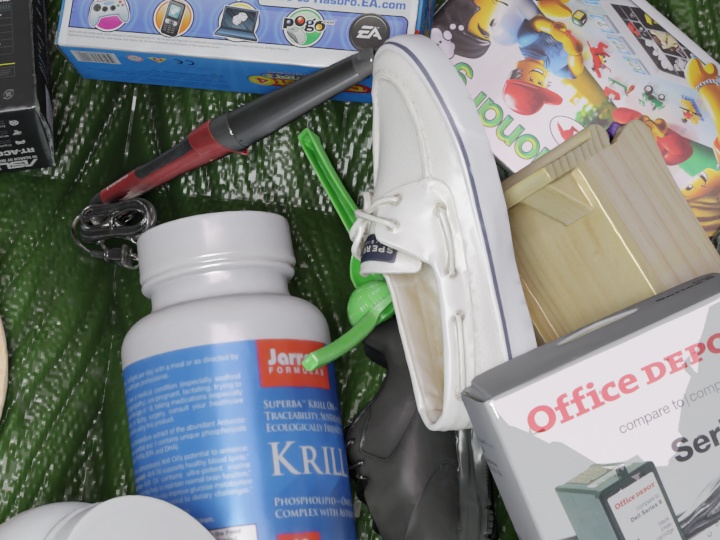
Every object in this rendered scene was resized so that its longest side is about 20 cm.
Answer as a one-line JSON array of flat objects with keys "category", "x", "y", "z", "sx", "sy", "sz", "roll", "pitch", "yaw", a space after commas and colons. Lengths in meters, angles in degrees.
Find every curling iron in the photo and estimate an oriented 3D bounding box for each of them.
[{"category": "curling iron", "x": -0.070, "y": -0.061, "z": 1.139, "sx": 0.199, "sy": 0.026, "sz": 0.050, "roll": -32, "pitch": 69, "yaw": 17}]

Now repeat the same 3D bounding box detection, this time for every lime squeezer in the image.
[{"category": "lime squeezer", "x": 0.000, "y": 0.000, "z": 1.123, "sx": 0.038, "sy": 0.201, "sz": 0.071, "roll": -27, "pitch": 123, "yaw": 18}]

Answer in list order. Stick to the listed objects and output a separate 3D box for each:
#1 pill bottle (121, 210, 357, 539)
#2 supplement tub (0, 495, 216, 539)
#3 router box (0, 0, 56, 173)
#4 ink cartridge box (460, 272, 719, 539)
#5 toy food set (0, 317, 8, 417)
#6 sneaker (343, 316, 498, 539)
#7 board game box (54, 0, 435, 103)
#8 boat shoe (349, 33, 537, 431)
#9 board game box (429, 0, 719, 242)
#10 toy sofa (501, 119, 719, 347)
[{"category": "pill bottle", "x": -0.065, "y": 0.077, "z": 1.103, "sx": 0.111, "sy": 0.112, "sz": 0.202, "roll": -7, "pitch": 79, "yaw": -5}, {"category": "supplement tub", "x": -0.158, "y": 0.195, "z": 1.010, "sx": 0.144, "sy": 0.199, "sz": 0.146, "roll": 27, "pitch": 50, "yaw": -38}, {"category": "router box", "x": -0.265, "y": -0.120, "z": 1.137, "sx": 0.198, "sy": 0.062, "sz": 0.151, "roll": -7, "pitch": 62, "yaw": -1}, {"category": "ink cartridge box", "x": 0.152, "y": 0.120, "z": 1.019, "sx": 0.145, "sy": 0.084, "sz": 0.201, "roll": -24, "pitch": 93, "yaw": -4}, {"category": "toy food set", "x": -0.285, "y": 0.049, "z": 1.129, "sx": 0.198, "sy": 0.049, "sz": 0.200, "roll": 6, "pitch": 77, "yaw": -2}, {"category": "sneaker", "x": 0.031, "y": 0.117, "z": 1.128, "sx": 0.090, "sy": 0.076, "sz": 0.202, "roll": 3, "pitch": 68, "yaw": 4}, {"category": "board game box", "x": -0.052, "y": -0.199, "z": 1.176, "sx": 0.198, "sy": 0.056, "sz": 0.198, "roll": 6, "pitch": 77, "yaw": 10}, {"category": "boat shoe", "x": 0.030, "y": -0.017, "z": 1.075, "sx": 0.069, "sy": 0.071, "sz": 0.202, "roll": -15, "pitch": 92, "yaw": -25}, {"category": "board game box", "x": 0.128, "y": -0.091, "z": 1.191, "sx": 0.200, "sy": 0.035, "sz": 0.126, "roll": 41, "pitch": 79, "yaw": 6}, {"category": "toy sofa", "x": 0.144, "y": 0.028, "z": 1.128, "sx": 0.097, "sy": 0.083, "sz": 0.201, "roll": -32, "pitch": 89, "yaw": -47}]
